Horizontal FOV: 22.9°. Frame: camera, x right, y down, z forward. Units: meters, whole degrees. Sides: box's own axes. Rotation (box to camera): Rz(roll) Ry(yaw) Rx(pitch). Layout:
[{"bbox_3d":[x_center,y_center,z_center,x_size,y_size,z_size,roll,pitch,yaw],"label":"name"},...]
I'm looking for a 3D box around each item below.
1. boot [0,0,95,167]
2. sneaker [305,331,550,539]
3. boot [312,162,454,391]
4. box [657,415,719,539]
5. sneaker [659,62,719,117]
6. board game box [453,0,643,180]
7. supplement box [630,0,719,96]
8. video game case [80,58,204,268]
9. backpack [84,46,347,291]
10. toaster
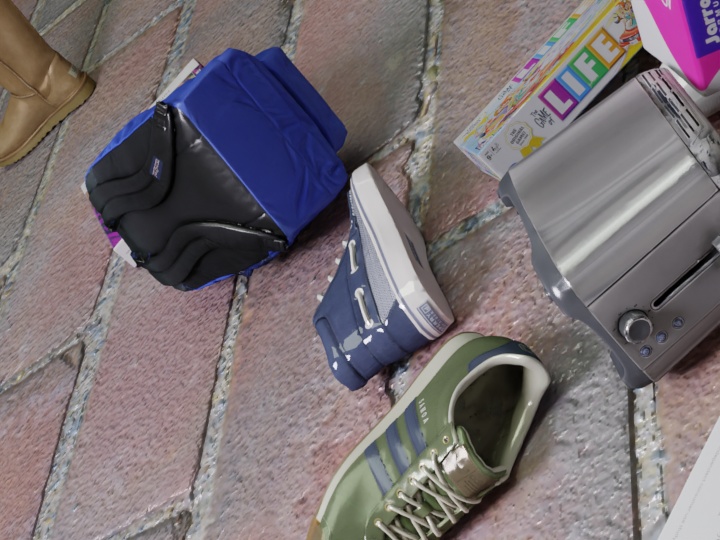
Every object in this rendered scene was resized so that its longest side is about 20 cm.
[{"bbox_3d":[-0.439,-0.241,2.106,0.175,0.200,0.066,-39,28,17],"label":"boot"},{"bbox_3d":[0.044,0.120,1.072,0.201,0.067,0.090,-54,22,-18],"label":"sneaker"},{"bbox_3d":[0.000,0.000,1.286,0.090,0.073,0.201,-36,30,11],"label":"boot"},{"bbox_3d":[0.250,0.100,0.753,0.199,0.106,0.153,1,54,56],"label":"box"},{"bbox_3d":[0.240,-0.188,1.161,0.201,0.088,0.075,-51,29,-5],"label":"sneaker"},{"bbox_3d":[0.152,-0.148,1.254,0.200,0.034,0.134,-47,8,2],"label":"board game box"},{"bbox_3d":[0.261,-0.199,1.054,0.198,0.102,0.104,-23,28,-2],"label":"supplement box"},{"bbox_3d":[-0.192,-0.110,1.753,0.182,0.036,0.200,-48,27,4],"label":"video game case"},{"bbox_3d":[-0.117,-0.079,1.480,0.199,0.163,0.168,-29,10,48],"label":"backpack"},{"bbox_3d":[0.166,-0.033,1.049,0.129,0.114,0.200,-38,25,11],"label":"toaster"}]
